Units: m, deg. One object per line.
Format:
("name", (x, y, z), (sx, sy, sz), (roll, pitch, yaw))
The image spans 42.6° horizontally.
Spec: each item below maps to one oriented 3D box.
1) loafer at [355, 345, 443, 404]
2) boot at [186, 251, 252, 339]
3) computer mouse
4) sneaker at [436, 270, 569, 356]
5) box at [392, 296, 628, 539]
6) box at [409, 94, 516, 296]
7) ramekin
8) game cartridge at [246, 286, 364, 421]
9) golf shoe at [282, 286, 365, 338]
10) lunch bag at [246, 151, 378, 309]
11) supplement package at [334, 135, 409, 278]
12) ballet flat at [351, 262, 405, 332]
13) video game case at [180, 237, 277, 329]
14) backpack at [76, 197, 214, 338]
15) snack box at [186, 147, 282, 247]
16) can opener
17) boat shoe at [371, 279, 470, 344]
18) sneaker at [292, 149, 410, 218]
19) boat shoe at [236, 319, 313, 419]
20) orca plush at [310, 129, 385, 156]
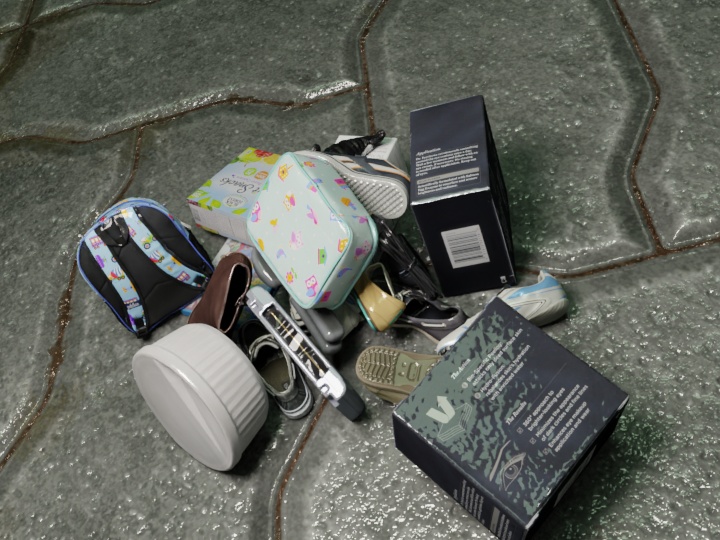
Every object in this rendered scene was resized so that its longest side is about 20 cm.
("loafer", (0.091, 0.152, 1.223), (0.196, 0.069, 0.077), (17, 67, 14))
("boot", (-0.206, 0.072, 1.319), (0.166, 0.071, 0.204), (-143, 72, -78))
("computer mouse", (0.048, -0.025, 1.316), (0.046, 0.141, 0.200), (-38, 14, 6))
("sneaker", (0.187, 0.066, 1.253), (0.197, 0.072, 0.073), (-25, 59, -10))
("box", (0.171, 0.178, 1.084), (0.199, 0.118, 0.197), (38, 69, 22))
("box", (0.148, -0.106, 1.340), (0.115, 0.198, 0.203), (-10, 46, 14))
("ramekin", (-0.210, 0.164, 1.252), (0.200, 0.205, 0.094), (23, 49, 37))
("game cartridge", (-0.072, 0.114, 1.258), (0.040, 0.134, 0.200), (-40, 67, -8))
("golf shoe", (-0.086, 0.043, 1.390), (0.198, 0.079, 0.098), (28, 71, 38))
("lunch bag", (-0.071, -0.053, 1.275), (0.076, 0.162, 0.201), (0, 41, -43))
("supplement package", (-0.009, -0.103, 1.463), (0.112, 0.110, 0.202), (6, 52, 26))
("ballet flat", (0.000, 0.000, 1.323), (0.063, 0.069, 0.201), (-37, 62, 4))
("video game case", (-0.188, 0.004, 1.506), (0.141, 0.018, 0.202), (10, 54, 31))
("backpack", (-0.348, -0.025, 1.457), (0.181, 0.201, 0.135), (-34, 36, 1))
("snack box", (-0.165, -0.122, 1.557), (0.198, 0.069, 0.169), (18, 49, 37))
("can opener", (-0.091, 0.040, 1.326), (0.066, 0.053, 0.201), (-21, 54, -28))
("boat shoe", (0.077, 0.047, 1.324), (0.198, 0.063, 0.073), (26, 61, 37))
("sneaker", (-0.015, -0.129, 1.349), (0.196, 0.080, 0.079), (19, 28, 12))
("boat shoe", (-0.128, 0.125, 1.333), (0.071, 0.072, 0.200), (-34, 46, -11))
("orca plush", (-0.045, -0.162, 1.402), (0.198, 0.072, 0.105), (-35, 45, -10))
